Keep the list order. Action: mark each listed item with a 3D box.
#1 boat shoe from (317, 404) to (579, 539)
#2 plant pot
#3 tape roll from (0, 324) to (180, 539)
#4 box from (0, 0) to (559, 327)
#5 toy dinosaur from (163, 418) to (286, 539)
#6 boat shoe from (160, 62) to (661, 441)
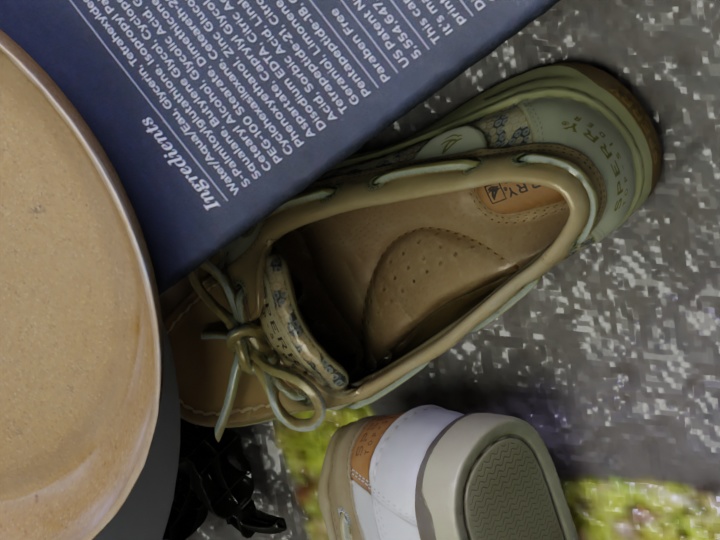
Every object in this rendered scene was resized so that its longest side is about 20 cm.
[{"bbox_3d":[0.040,0.133,0.950,0.068,0.075,0.201,7,118,41],"label":"boat shoe"},{"bbox_3d":[-0.138,-0.003,0.809,0.199,0.027,0.201,13,122,22],"label":"plant pot"},{"bbox_3d":[-0.159,0.053,0.910,0.200,0.066,0.201,-6,75,23],"label":"tape roll"},{"bbox_3d":[-0.006,-0.098,0.799,0.200,0.148,0.107,-36,95,36],"label":"box"},{"bbox_3d":[-0.095,0.100,1.003,0.199,0.102,0.136,18,148,-22],"label":"toy dinosaur"},{"bbox_3d":[0.000,0.000,0.897,0.200,0.063,0.073,-33,98,34],"label":"boat shoe"}]
